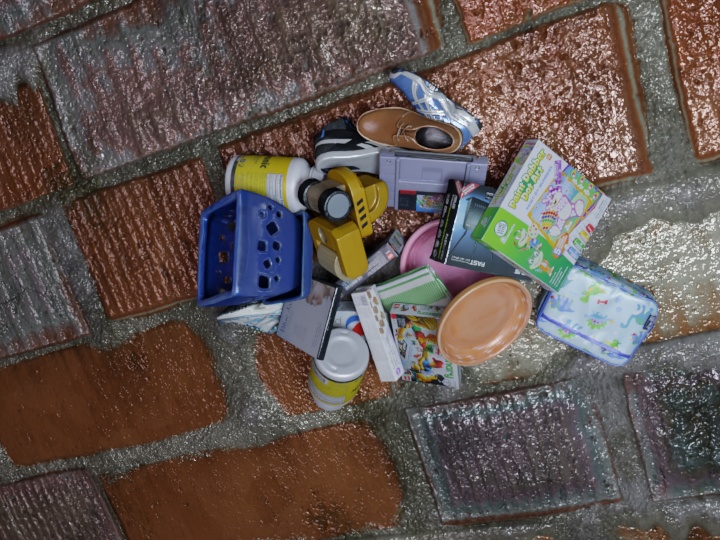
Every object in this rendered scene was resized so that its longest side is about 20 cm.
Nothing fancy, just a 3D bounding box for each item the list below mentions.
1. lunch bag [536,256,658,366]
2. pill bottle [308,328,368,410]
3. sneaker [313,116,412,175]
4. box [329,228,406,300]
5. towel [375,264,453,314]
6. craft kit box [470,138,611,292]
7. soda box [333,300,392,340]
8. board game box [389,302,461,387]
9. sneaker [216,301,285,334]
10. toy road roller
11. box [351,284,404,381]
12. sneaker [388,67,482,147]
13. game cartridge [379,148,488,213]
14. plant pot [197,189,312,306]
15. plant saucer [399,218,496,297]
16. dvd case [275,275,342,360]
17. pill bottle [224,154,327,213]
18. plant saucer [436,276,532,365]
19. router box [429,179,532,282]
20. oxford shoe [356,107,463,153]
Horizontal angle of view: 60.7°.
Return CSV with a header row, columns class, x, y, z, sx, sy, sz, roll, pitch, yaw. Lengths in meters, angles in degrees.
class,x,y,z,sx,sy,sz,roll,pitch,yaw
lunch bag,0.445,0.080,1.171,0.199,0.082,0.162,27,114,6
pill bottle,-0.051,0.214,1.279,0.110,0.112,0.201,25,145,6
sneaker,0.007,-0.249,1.191,0.198,0.113,0.073,-2,152,-12
box,0.000,0.000,1.245,0.199,0.110,0.035,-38,97,21
towel,0.133,0.083,1.228,0.152,0.023,0.200,-23,118,37
craft kit box,0.323,-0.094,1.094,0.197,0.048,0.201,30,89,-19
soda box,-0.033,0.106,1.310,0.198,0.064,0.069,1,108,15
board game box,0.136,0.154,1.249,0.125,0.035,0.201,4,131,20
sneaker,-0.224,0.105,1.354,0.198,0.078,0.087,-12,106,18
toy road roller,-0.017,-0.097,1.157,0.145,0.123,0.202,-24,118,-22
box,0.036,0.127,1.239,0.041,0.039,0.202,-9,107,37
sneaker,0.128,-0.300,1.140,0.199,0.076,0.077,39,107,2
game cartridge,0.133,-0.164,1.161,0.198,0.039,0.130,5,136,6
plant pot,-0.202,-0.029,1.209,0.199,0.178,0.202,-12,73,54
plant saucer,0.179,-0.008,1.228,0.198,0.051,0.203,4,107,13
dvd case,-0.106,0.082,1.220,0.017,0.199,0.144,14,91,-32
pill bottle,-0.161,-0.173,1.235,0.198,0.111,0.112,5,107,12
plant saucer,0.228,0.091,1.156,0.198,0.038,0.202,-13,127,-17
router box,0.239,-0.071,1.124,0.198,0.062,0.151,10,98,-21
oxford shoe,0.083,-0.252,1.102,0.198,0.071,0.072,11,108,15
